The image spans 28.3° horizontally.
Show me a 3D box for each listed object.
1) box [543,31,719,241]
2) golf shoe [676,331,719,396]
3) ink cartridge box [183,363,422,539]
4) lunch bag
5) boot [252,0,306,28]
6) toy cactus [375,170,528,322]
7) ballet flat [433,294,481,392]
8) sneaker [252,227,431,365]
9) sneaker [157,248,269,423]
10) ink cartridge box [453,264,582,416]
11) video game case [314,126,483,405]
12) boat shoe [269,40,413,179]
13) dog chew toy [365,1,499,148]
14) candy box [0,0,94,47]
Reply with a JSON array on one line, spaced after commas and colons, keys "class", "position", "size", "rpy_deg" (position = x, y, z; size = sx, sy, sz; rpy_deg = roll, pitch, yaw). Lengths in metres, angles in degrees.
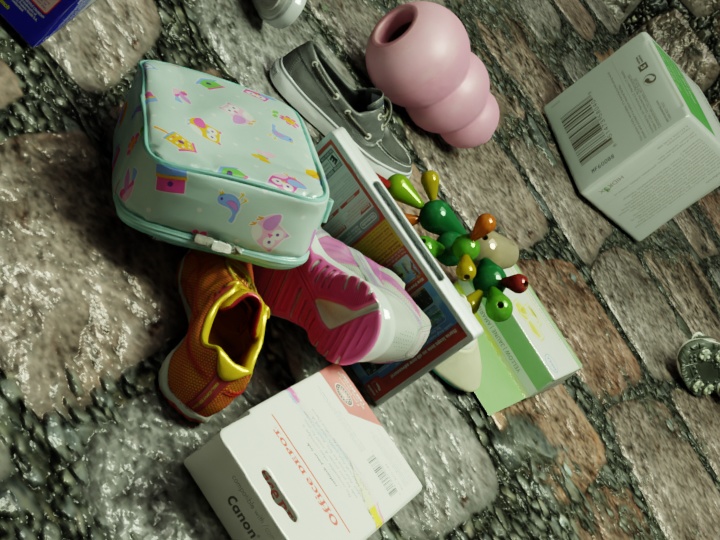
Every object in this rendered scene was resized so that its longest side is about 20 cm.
[{"class": "box", "position": [0.418, -0.197, 2.131], "size": [0.171, 0.200, 0.200], "rpy_deg": [33, 29, -41]}, {"class": "golf shoe", "position": [0.474, 0.126, 1.978], "size": [0.088, 0.077, 0.200], "rpy_deg": [45, 13, 36]}, {"class": "ink cartridge box", "position": [-0.044, 0.147, 0.986], "size": [0.117, 0.067, 0.200], "rpy_deg": [56, 22, 6]}, {"class": "lunch bag", "position": [-0.105, -0.079, 1.089], "size": [0.159, 0.077, 0.200], "rpy_deg": [17, 26, -20]}, {"class": "boot", "position": [-0.122, -0.336, 1.506], "size": [0.095, 0.074, 0.201], "rpy_deg": [25, 27, -36]}, {"class": "toy cactus", "position": [0.103, -0.030, 1.415], "size": [0.200, 0.103, 0.165], "rpy_deg": [39, 21, 32]}, {"class": "ballet flat", "position": [0.062, 0.030, 1.336], "size": [0.200, 0.069, 0.070], "rpy_deg": [47, 24, -13]}, {"class": "sneaker", "position": [-0.017, 0.022, 1.131], "size": [0.088, 0.082, 0.200], "rpy_deg": [20, 16, -40]}, {"class": "sneaker", "position": [-0.094, 0.030, 1.043], "size": [0.073, 0.077, 0.201], "rpy_deg": [38, 26, -26]}, {"class": "ink cartridge box", "position": [0.146, 0.063, 1.472], "size": [0.146, 0.048, 0.200], "rpy_deg": [58, 22, 10]}, {"class": "video game case", "position": [0.000, 0.000, 1.178], "size": [0.017, 0.143, 0.201], "rpy_deg": [-30, 84, -44]}, {"class": "boat shoe", "position": [-0.004, -0.165, 1.479], "size": [0.200, 0.066, 0.070], "rpy_deg": [41, 27, -27]}, {"class": "dog chew toy", "position": [0.094, -0.220, 1.678], "size": [0.200, 0.124, 0.125], "rpy_deg": [45, 24, -37]}, {"class": "candy box", "position": [-0.266, -0.291, 1.158], "size": [0.169, 0.077, 0.200], "rpy_deg": [47, 23, -13]}]
